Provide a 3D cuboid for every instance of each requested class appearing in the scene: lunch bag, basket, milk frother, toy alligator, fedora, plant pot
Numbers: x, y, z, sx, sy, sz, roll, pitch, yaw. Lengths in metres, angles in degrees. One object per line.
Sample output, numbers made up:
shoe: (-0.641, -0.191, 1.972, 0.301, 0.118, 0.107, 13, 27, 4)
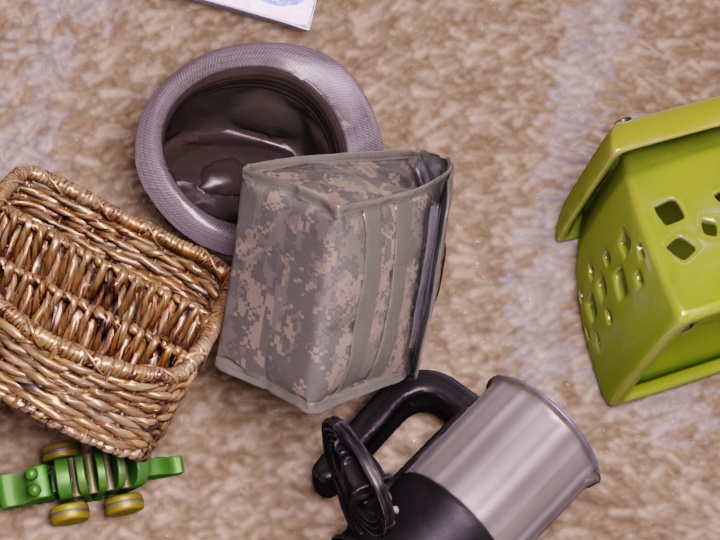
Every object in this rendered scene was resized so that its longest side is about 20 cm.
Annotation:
lunch bag: (0.000, 0.000, 1.374, 0.117, 0.165, 0.200, 23, 23, 33)
basket: (-0.207, 0.029, 1.345, 0.199, 0.143, 0.149, 29, 97, -3)
milk frother: (0.067, 0.150, 1.364, 0.180, 0.200, 0.188, 44, 68, 6)
toy alligator: (-0.228, 0.158, 1.369, 0.199, 0.054, 0.060, -8, 74, -15)
fedora: (-0.089, -0.085, 1.460, 0.199, 0.090, 0.177, -25, 81, -26)
plant pot: (0.275, -0.027, 1.476, 0.198, 0.200, 0.182, -16, 71, -17)

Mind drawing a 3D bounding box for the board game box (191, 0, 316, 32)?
board game box: (-0.114, -0.321, 1.521, 0.199, 0.041, 0.200, 15, 92, -8)
